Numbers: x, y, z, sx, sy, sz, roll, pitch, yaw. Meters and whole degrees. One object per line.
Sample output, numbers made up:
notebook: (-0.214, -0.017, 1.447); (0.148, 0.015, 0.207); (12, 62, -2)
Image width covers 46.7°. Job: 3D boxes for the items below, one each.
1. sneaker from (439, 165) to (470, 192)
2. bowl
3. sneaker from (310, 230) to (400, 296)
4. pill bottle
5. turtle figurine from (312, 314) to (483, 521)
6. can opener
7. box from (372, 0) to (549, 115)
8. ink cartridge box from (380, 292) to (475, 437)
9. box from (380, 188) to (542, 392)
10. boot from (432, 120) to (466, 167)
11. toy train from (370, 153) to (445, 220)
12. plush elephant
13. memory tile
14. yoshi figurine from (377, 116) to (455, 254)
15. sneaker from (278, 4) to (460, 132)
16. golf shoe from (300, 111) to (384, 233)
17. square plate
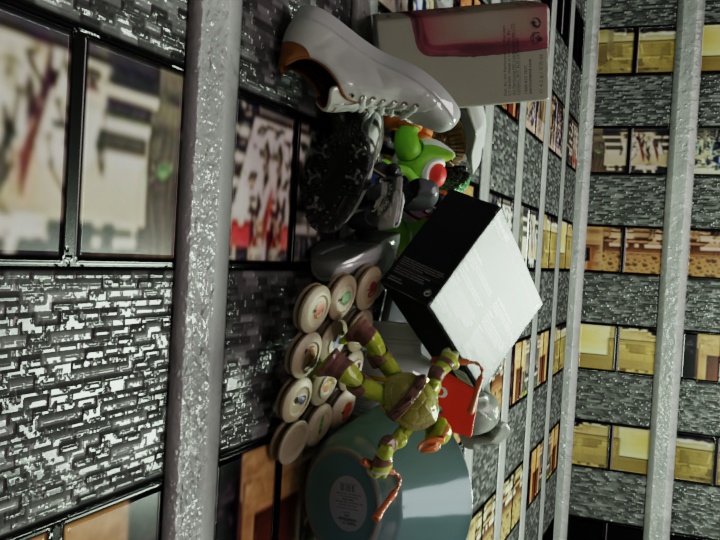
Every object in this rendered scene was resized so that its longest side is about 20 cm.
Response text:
sneaker: (0.123, -0.108, 1.219); (0.200, 0.077, 0.086); (-42, 136, -74)
bowl: (0.013, 0.247, 0.918); (0.105, 0.200, 0.202); (6, 88, -46)
sneaker: (0.000, 0.000, 0.968); (0.200, 0.070, 0.081); (-18, 113, -67)
pill bottle: (0.039, 0.166, 1.044); (0.104, 0.104, 0.202); (9, 86, -68)
turtle figurine: (0.032, 0.133, 0.836); (0.200, 0.161, 0.064); (-50, -179, -22)
can opener: (0.029, -0.068, 0.924); (0.200, 0.066, 0.053); (-179, -83, -75)
box: (0.116, -0.258, 1.001); (0.128, 0.198, 0.110); (-95, 180, -70)
ink cartridge box: (0.104, 0.104, 1.125); (0.057, 0.162, 0.201); (127, -22, -62)
box: (0.124, 0.027, 0.970); (0.141, 0.079, 0.200); (-50, 139, -14)
boot: (0.104, -0.243, 1.166); (0.108, 0.075, 0.201); (-74, 147, -44)
toy train: (0.073, -0.084, 1.021); (0.046, 0.199, 0.034); (-57, -172, 7)
plush elephant: (0.144, 0.183, 1.237); (0.165, 0.154, 0.201); (61, 38, -53)
memory tile: (-0.034, 0.097, 0.881); (0.153, 0.017, 0.201); (-18, 124, -56)
yoshi figurine: (0.054, -0.105, 1.091); (0.112, 0.112, 0.201); (139, -50, -63)
sneaker: (0.005, -0.179, 0.848); (0.085, 0.199, 0.073); (-66, -166, -17)
golf shoe: (-0.007, -0.124, 0.919); (0.095, 0.077, 0.201); (50, 49, -60)
square plate: (0.143, -0.256, 1.184); (0.200, 0.028, 0.199); (54, 20, -79)
